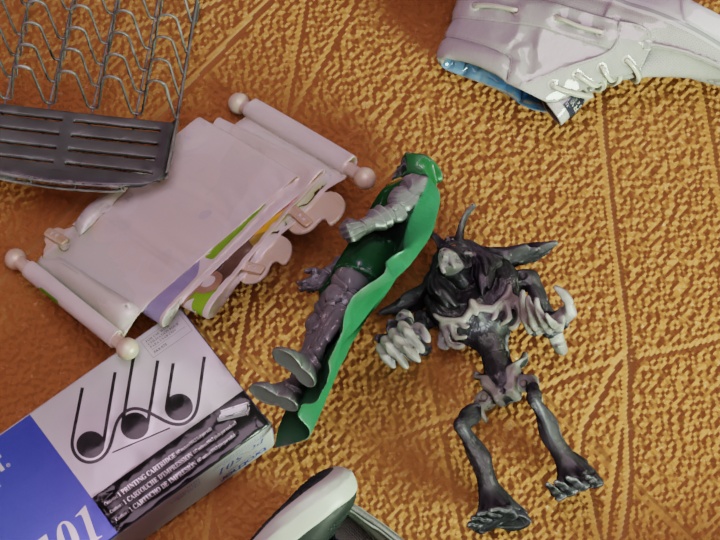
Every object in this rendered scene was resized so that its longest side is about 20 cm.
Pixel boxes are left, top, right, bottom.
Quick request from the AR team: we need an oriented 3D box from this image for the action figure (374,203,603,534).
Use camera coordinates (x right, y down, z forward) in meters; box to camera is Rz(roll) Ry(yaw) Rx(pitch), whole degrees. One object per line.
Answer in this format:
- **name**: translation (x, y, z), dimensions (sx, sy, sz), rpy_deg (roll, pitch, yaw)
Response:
- **action figure**: translation (0.075, 0.045, 1.579), dimensions (0.119, 0.102, 0.200), rpy_deg (-21, 70, 5)

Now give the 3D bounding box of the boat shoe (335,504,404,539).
- **boat shoe**: translation (0.030, 0.209, 1.535), dimensions (0.200, 0.071, 0.072), rpy_deg (42, 75, 13)

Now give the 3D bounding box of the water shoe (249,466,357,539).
- **water shoe**: translation (-0.045, 0.196, 1.512), dimensions (0.079, 0.072, 0.200), rpy_deg (39, 113, 5)

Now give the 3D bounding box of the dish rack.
- **dish rack**: translation (-0.174, -0.143, 1.661), dimensions (0.153, 0.055, 0.200), rpy_deg (6, 60, 3)

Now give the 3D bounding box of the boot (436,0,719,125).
- **boot**: translation (0.148, -0.128, 1.666), dimensions (0.200, 0.074, 0.096), rpy_deg (21, 77, 16)

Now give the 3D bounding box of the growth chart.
- **growth chart**: translation (-0.101, -0.029, 1.624), dimensions (0.200, 0.018, 0.145), rpy_deg (-37, 51, -13)

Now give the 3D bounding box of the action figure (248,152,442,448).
- **action figure**: translation (0.000, 0.000, 1.588), dimensions (0.055, 0.118, 0.200), rpy_deg (34, 51, -2)

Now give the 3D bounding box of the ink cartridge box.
- **ink cartridge box**: translation (-0.157, 0.119, 1.582), dimensions (0.200, 0.044, 0.094), rpy_deg (-35, 72, -11)
